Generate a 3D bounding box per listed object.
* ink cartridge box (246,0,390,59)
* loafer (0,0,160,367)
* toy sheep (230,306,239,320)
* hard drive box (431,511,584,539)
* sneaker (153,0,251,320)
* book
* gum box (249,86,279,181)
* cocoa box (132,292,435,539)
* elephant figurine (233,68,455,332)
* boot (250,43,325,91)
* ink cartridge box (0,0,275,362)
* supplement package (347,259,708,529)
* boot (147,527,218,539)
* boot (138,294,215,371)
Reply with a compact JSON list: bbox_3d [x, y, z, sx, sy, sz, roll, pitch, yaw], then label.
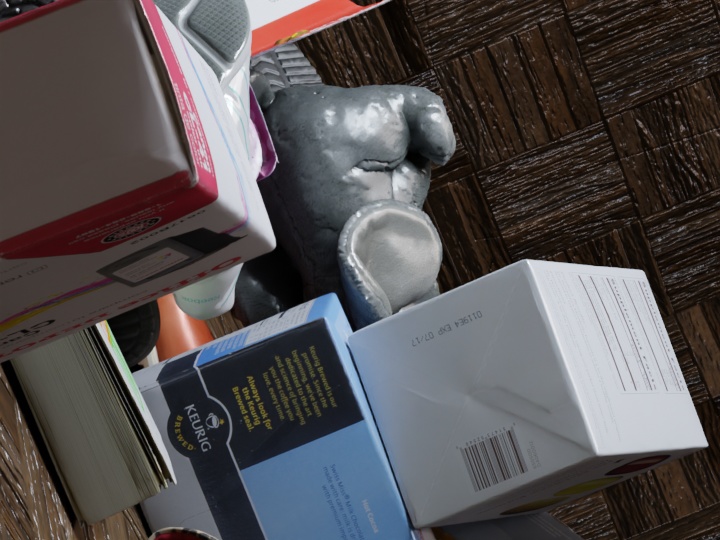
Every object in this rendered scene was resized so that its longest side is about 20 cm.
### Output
[{"bbox_3d":[-0.074,-0.145,1.680,0.160,0.199,0.048,-30,101,-51],"label":"ink cartridge box"},{"bbox_3d":[-0.153,-0.049,1.456,0.071,0.073,0.201,-115,-167,-78],"label":"loafer"},{"bbox_3d":[-0.097,-0.046,1.793,0.200,0.137,0.138,61,8,-63],"label":"toy sheep"},{"bbox_3d":[0.053,0.226,1.711,0.156,0.076,0.201,34,-56,51],"label":"hard drive box"},{"bbox_3d":[-0.089,-0.065,1.479,0.080,0.070,0.201,92,-3,-56],"label":"sneaker"},{"bbox_3d":[-0.150,0.006,1.360,0.134,0.048,0.201,-115,-179,-78],"label":"book"},{"bbox_3d":[-0.136,-0.118,1.577,0.066,0.113,0.201,-26,95,-59],"label":"gum box"},{"bbox_3d":[-0.037,0.130,1.560,0.133,0.131,0.201,-73,141,-85],"label":"cocoa box"},{"bbox_3d":[0.000,0.000,1.673,0.142,0.154,0.201,99,-11,-70],"label":"elephant figurine"},{"bbox_3d":[-0.067,-0.051,1.930,0.138,0.077,0.201,-44,-117,54],"label":"boot"},{"bbox_3d":[-0.122,-0.031,1.101,0.200,0.147,0.086,45,23,-79],"label":"ink cartridge box"},{"bbox_3d":[0.095,0.066,1.574,0.200,0.113,0.110,4,65,-66],"label":"supplement package"},{"bbox_3d":[-0.044,0.220,1.392,0.151,0.073,0.201,64,2,-65],"label":"boot"},{"bbox_3d":[-0.064,0.080,1.687,0.075,0.107,0.201,-49,115,-83],"label":"boot"}]
